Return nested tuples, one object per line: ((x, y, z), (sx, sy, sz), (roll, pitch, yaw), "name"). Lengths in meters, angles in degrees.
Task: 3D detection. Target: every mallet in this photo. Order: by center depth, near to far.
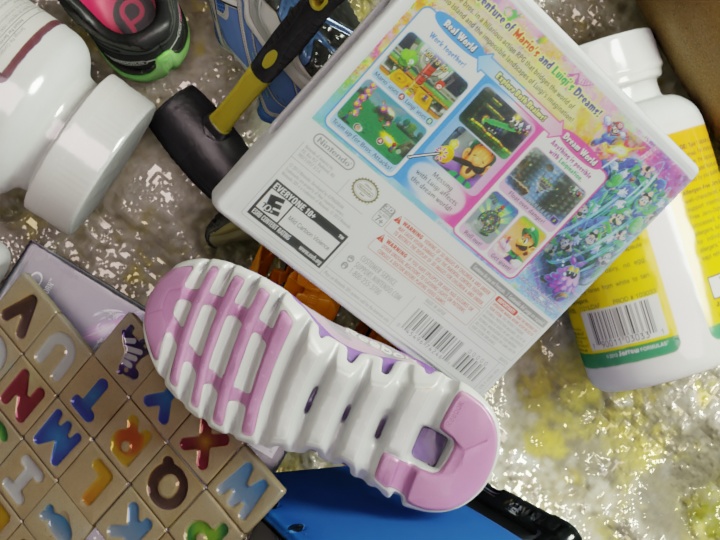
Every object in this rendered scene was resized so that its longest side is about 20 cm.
((-0.065, -0.115, 0.751), (0.066, 0.200, 0.041), (44, 52, 4), "mallet")

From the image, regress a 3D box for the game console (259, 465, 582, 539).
((0.041, 0.171, 0.727), (0.118, 0.200, 0.171), (-34, 106, -13), "game console")

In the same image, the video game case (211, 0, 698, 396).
((0.054, -0.046, 0.702), (0.200, 0.024, 0.182), (38, 101, -27), "video game case")

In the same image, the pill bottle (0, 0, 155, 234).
((-0.224, -0.113, 0.760), (0.199, 0.110, 0.110), (34, 84, -6), "pill bottle")

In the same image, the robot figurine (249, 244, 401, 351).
((0.000, 0.000, 0.764), (0.144, 0.058, 0.201), (15, 116, -22), "robot figurine")

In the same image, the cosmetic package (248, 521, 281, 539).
((-0.016, 0.196, 0.734), (0.101, 0.200, 0.072), (25, 85, -6), "cosmetic package")

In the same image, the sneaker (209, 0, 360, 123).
((-0.070, -0.179, 0.802), (0.075, 0.077, 0.201), (-8, 67, -39), "sneaker")

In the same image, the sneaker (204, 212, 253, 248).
((0.006, -0.023, 0.815), (0.198, 0.077, 0.089), (-11, 101, -5), "sneaker")

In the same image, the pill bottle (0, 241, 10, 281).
((-0.306, -0.027, 0.744), (0.200, 0.113, 0.114), (38, 83, -6), "pill bottle")

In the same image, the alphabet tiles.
((-0.158, 0.106, 0.745), (0.200, 0.008, 0.167), (46, 105, 17), "alphabet tiles")

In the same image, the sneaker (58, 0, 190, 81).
((-0.169, -0.203, 0.784), (0.077, 0.084, 0.200), (-43, 94, -8), "sneaker")

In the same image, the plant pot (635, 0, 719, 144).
((0.278, -0.128, 0.812), (0.185, 0.186, 0.201), (-26, 105, -8), "plant pot")

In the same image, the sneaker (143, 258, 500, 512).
((-0.021, 0.060, 0.715), (0.199, 0.088, 0.081), (27, 95, 3), "sneaker")

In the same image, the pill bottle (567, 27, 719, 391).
((0.165, -0.038, 0.813), (0.112, 0.113, 0.201), (-18, 91, -8), "pill bottle")

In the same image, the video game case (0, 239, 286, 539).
((-0.150, 0.094, 0.811), (0.199, 0.019, 0.143), (32, 84, -5), "video game case")
